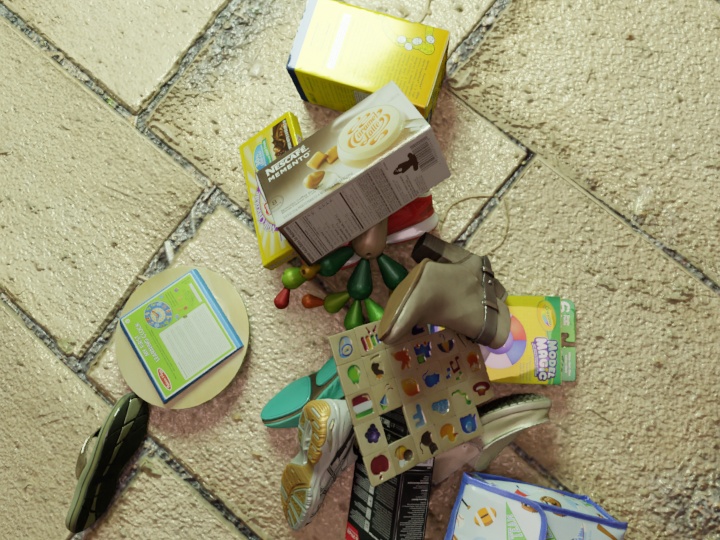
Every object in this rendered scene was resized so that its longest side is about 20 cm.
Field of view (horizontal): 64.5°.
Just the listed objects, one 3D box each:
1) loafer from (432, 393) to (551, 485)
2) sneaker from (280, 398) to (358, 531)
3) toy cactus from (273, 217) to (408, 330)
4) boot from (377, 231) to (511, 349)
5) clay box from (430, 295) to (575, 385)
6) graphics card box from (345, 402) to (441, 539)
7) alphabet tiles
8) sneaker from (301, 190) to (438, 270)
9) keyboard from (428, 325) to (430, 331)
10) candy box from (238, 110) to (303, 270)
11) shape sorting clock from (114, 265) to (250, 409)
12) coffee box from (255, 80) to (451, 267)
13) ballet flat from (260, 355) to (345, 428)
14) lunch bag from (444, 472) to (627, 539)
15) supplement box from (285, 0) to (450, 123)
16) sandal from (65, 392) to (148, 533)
[{"bbox_3d":[0.159,0.219,0.743,0.198,0.076,0.069,-25,83,12],"label":"loafer"},{"bbox_3d":[-0.044,0.257,0.745,0.076,0.087,0.202,45,124,44],"label":"sneaker"},{"bbox_3d":[0.000,0.000,0.714,0.197,0.102,0.168,12,100,-4],"label":"toy cactus"},{"bbox_3d":[0.111,0.045,0.672,0.146,0.070,0.201,37,49,-9],"label":"boot"},{"bbox_3d":[0.191,0.091,0.762,0.196,0.048,0.117,0,84,7],"label":"clay box"},{"bbox_3d":[0.038,0.258,0.721,0.050,0.125,0.204,9,84,-25],"label":"graphics card box"},{"bbox_3d":[0.071,0.133,0.674,0.197,0.008,0.170,-14,84,-30],"label":"alphabet tiles"},{"bbox_3d":[0.001,-0.082,0.764,0.197,0.078,0.117,-23,118,-9],"label":"sneaker"},{"bbox_3d":[0.076,0.112,0.772,0.011,0.056,0.204,5,83,-34],"label":"keyboard"},{"bbox_3d":[-0.110,-0.111,0.785,0.101,0.026,0.203,-28,64,26],"label":"candy box"},{"bbox_3d":[-0.253,0.093,0.812,0.196,0.039,0.203,-1,74,2],"label":"shape sorting clock"},{"bbox_3d":[-0.011,-0.114,0.669,0.198,0.080,0.115,-32,46,6],"label":"coffee box"},{"bbox_3d":[-0.047,0.166,0.765,0.199,0.068,0.070,-39,113,19],"label":"ballet flat"},{"bbox_3d":[0.194,0.347,0.679,0.197,0.124,0.173,17,83,-8],"label":"lunch bag"},{"bbox_3d":[0.014,-0.281,0.790,0.197,0.109,0.111,18,86,7],"label":"supplement box"},{"bbox_3d":[-0.363,0.261,0.790,0.057,0.080,0.203,25,87,22],"label":"sandal"}]
